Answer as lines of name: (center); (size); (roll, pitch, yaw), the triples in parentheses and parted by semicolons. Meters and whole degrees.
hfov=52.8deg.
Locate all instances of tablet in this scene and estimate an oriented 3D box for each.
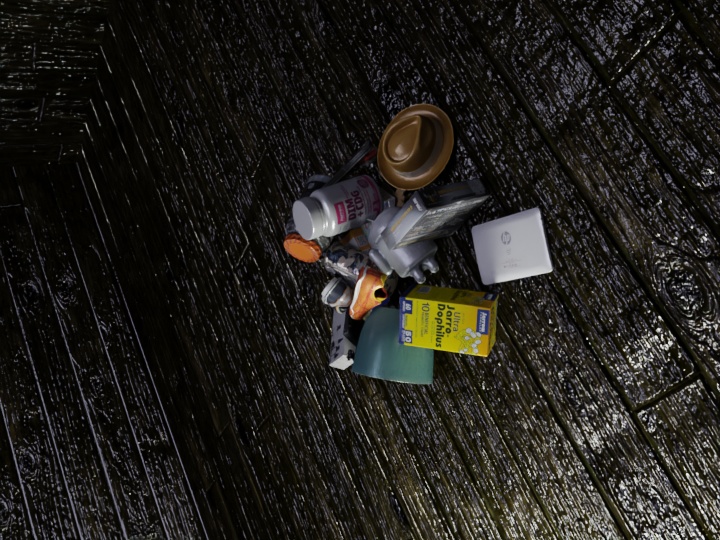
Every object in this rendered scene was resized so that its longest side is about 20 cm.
tablet: (0.312, -0.047, 1.515); (0.199, 0.013, 0.133); (-15, 86, 54)

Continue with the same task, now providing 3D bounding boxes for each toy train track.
toy train track: (0.108, -0.203, 1.734); (0.115, 0.032, 0.202); (49, 141, 26)

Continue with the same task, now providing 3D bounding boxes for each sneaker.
sneaker: (-0.052, 0.067, 1.850); (0.079, 0.200, 0.079); (38, 90, 2)
sneaker: (0.019, 0.067, 1.692); (0.201, 0.076, 0.074); (105, -175, -61)

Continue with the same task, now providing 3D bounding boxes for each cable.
cable: (-0.020, -0.245, 1.774); (0.050, 0.200, 0.097); (43, 160, -3)

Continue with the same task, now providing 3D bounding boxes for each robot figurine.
robot figurine: (0.102, -0.066, 1.695); (0.201, 0.169, 0.113); (51, 178, 9)

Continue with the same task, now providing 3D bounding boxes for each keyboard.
keyboard: (-0.004, 0.177, 1.815); (0.020, 0.200, 0.129); (0, 68, 20)

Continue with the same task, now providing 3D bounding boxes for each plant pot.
plant pot: (0.087, 0.173, 1.739); (0.199, 0.198, 0.164); (4, 85, 53)

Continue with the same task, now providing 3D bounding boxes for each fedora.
fedora: (0.110, -0.284, 1.616); (0.198, 0.081, 0.205); (-4, 81, 28)

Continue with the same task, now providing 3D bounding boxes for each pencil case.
pencil case: (0.000, 0.000, 1.777); (0.198, 0.089, 0.079); (25, 140, 30)

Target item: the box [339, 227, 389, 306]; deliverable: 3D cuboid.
box: (0.004, 0.006, 1.873); (0.119, 0.041, 0.202); (-41, 70, 51)

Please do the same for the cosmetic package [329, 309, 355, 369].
cosmetic package: (-0.039, 0.149, 1.913); (0.082, 0.050, 0.203); (-39, 40, 48)

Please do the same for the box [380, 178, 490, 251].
box: (0.160, -0.120, 1.550); (0.049, 0.198, 0.159); (61, 141, 17)

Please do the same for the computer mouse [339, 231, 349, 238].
computer mouse: (-0.033, -0.110, 1.879); (0.034, 0.200, 0.059); (26, 91, 3)

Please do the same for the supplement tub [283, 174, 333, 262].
supplement tub: (-0.112, -0.131, 1.826); (0.122, 0.122, 0.202); (-19, 41, 54)

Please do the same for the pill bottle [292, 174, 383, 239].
pill bottle: (-0.054, -0.147, 1.719); (0.113, 0.198, 0.115); (38, 140, 42)

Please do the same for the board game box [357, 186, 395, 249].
board game box: (0.032, -0.119, 1.834); (0.134, 0.034, 0.203); (41, 141, 42)

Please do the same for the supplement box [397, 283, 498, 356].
supplement box: (0.190, 0.105, 1.567); (0.197, 0.109, 0.111); (6, 106, 19)

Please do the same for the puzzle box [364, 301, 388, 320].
puzzle box: (0.018, 0.142, 1.958); (0.200, 0.025, 0.135); (-41, 66, 50)
